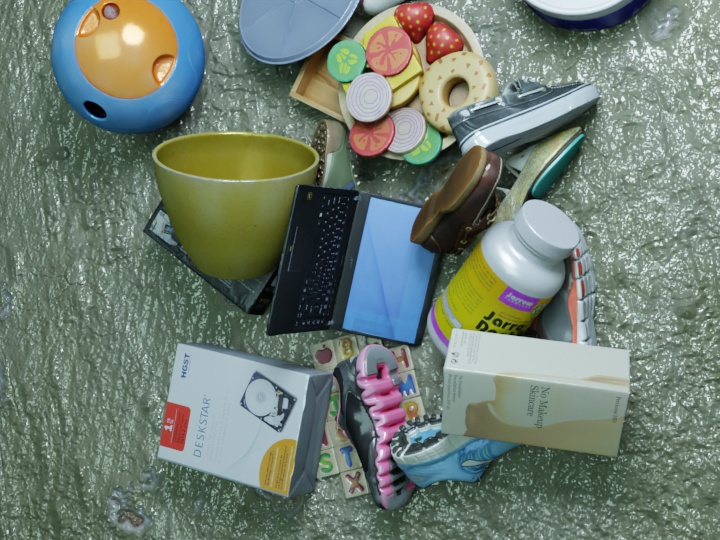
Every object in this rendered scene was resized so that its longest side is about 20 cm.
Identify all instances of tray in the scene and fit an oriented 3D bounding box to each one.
[{"bbox_3d":[0.015,-0.227,1.319,0.199,0.037,0.099,29,97,20],"label":"tray"}]

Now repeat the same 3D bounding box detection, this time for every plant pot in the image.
[{"bbox_3d":[-0.151,-0.073,1.252,0.198,0.200,0.144,12,114,21],"label":"plant pot"}]

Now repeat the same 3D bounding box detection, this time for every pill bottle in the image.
[{"bbox_3d":[0.163,0.016,1.170,0.104,0.104,0.201,46,130,18],"label":"pill bottle"}]

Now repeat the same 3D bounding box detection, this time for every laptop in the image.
[{"bbox_3d":[0.000,0.000,1.222,0.102,0.199,0.179,17,100,32],"label":"laptop"}]

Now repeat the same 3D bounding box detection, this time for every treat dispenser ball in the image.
[{"bbox_3d":[-0.305,-0.282,1.357,0.199,0.201,0.204,-1,86,21],"label":"treat dispenser ball"}]

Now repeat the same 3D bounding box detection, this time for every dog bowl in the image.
[{"bbox_3d":[0.265,-0.389,1.209,0.198,0.079,0.203,-1,86,21],"label":"dog bowl"}]

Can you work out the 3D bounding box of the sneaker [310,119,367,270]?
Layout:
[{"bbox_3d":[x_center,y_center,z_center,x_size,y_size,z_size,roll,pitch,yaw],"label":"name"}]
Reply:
[{"bbox_3d":[-0.023,-0.084,1.292,0.089,0.067,0.203,3,103,-22],"label":"sneaker"}]

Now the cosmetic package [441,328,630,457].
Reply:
[{"bbox_3d":[0.192,0.135,1.138,0.197,0.071,0.106,6,127,11],"label":"cosmetic package"}]

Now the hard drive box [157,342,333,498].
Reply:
[{"bbox_3d":[-0.149,0.189,1.329,0.198,0.077,0.158,10,90,24],"label":"hard drive box"}]

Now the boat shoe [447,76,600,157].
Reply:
[{"bbox_3d":[0.189,-0.188,1.181,0.199,0.072,0.071,-23,77,-27],"label":"boat shoe"}]

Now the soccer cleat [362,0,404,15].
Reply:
[{"bbox_3d":[0.086,-0.386,1.283,0.200,0.070,0.086,-47,72,12],"label":"soccer cleat"}]

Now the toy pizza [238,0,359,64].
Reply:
[{"bbox_3d":[-0.074,-0.354,1.344,0.198,0.032,0.202,-13,63,28],"label":"toy pizza"}]

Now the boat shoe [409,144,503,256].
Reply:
[{"bbox_3d":[0.121,-0.074,1.157,0.070,0.200,0.071,23,66,-8],"label":"boat shoe"}]

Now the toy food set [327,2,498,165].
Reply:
[{"bbox_3d":[0.058,-0.228,1.257,0.197,0.049,0.201,-32,76,16],"label":"toy food set"}]

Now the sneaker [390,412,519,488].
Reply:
[{"bbox_3d":[0.139,0.204,1.231,0.198,0.079,0.091,-18,121,7],"label":"sneaker"}]

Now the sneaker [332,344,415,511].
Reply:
[{"bbox_3d":[0.011,0.197,1.276,0.095,0.079,0.202,-17,79,41],"label":"sneaker"}]

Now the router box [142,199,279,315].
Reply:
[{"bbox_3d":[-0.174,-0.057,1.371,0.199,0.051,0.150,36,97,19],"label":"router box"}]

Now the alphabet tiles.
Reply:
[{"bbox_3d":[0.002,0.180,1.312,0.165,0.006,0.202,-17,80,20],"label":"alphabet tiles"}]

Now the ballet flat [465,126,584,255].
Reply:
[{"bbox_3d":[0.188,-0.096,1.226,0.070,0.071,0.201,35,102,19],"label":"ballet flat"}]

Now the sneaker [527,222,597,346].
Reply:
[{"bbox_3d":[0.228,0.044,1.199,0.081,0.077,0.203,-4,84,27],"label":"sneaker"}]
